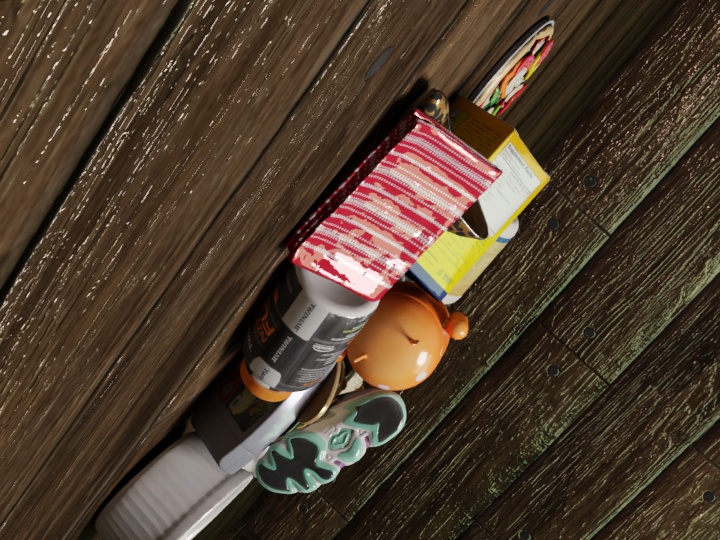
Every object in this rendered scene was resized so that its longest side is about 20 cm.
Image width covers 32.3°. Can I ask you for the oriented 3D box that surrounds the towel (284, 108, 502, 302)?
[{"bbox_3d":[0.034,-0.058,1.257,0.200,0.023,0.145,-46,133,17],"label":"towel"}]

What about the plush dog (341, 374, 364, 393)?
[{"bbox_3d":[-0.071,0.134,1.713,0.200,0.161,0.172,-50,150,19],"label":"plush dog"}]

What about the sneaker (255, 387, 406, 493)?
[{"bbox_3d":[-0.037,0.207,1.554,0.200,0.078,0.140,-25,-175,-2],"label":"sneaker"}]

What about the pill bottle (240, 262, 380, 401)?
[{"bbox_3d":[-0.066,0.067,1.401,0.106,0.106,0.200,-41,170,-48],"label":"pill bottle"}]

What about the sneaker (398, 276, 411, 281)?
[{"bbox_3d":[0.057,0.010,1.617,0.200,0.099,0.071,-24,135,11],"label":"sneaker"}]

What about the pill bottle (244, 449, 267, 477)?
[{"bbox_3d":[-0.120,0.240,1.837,0.200,0.113,0.112,-16,158,-27],"label":"pill bottle"}]

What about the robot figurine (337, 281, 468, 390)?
[{"bbox_3d":[0.044,0.077,1.473,0.117,0.144,0.200,-64,175,11],"label":"robot figurine"}]

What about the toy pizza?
[{"bbox_3d":[0.192,-0.242,1.620,0.200,0.032,0.200,-47,174,-7],"label":"toy pizza"}]

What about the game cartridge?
[{"bbox_3d":[-0.119,0.150,1.535,0.200,0.041,0.133,-48,-142,-1],"label":"game cartridge"}]

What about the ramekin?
[{"bbox_3d":[-0.243,0.297,1.586,0.200,0.098,0.200,-43,173,-6],"label":"ramekin"}]

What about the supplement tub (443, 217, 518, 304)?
[{"bbox_3d":[0.127,-0.041,1.884,0.200,0.145,0.145,-50,173,21],"label":"supplement tub"}]

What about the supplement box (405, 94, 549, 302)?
[{"bbox_3d":[0.104,-0.085,1.459,0.200,0.110,0.109,-48,137,-2],"label":"supplement box"}]

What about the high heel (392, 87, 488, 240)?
[{"bbox_3d":[0.098,-0.108,1.286,0.071,0.143,0.200,-46,173,-19],"label":"high heel"}]

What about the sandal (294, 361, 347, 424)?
[{"bbox_3d":[-0.042,0.124,1.570,0.078,0.070,0.212,-33,-144,19],"label":"sandal"}]

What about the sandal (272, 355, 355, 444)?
[{"bbox_3d":[-0.086,0.167,1.616,0.200,0.082,0.055,-39,155,-18],"label":"sandal"}]
